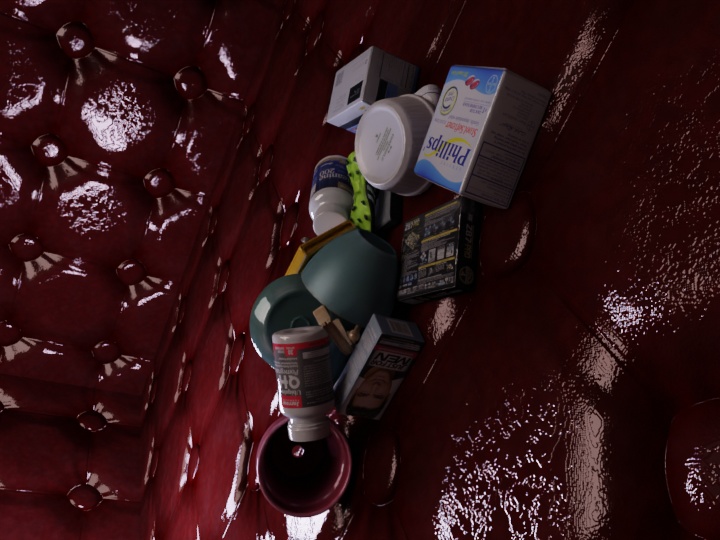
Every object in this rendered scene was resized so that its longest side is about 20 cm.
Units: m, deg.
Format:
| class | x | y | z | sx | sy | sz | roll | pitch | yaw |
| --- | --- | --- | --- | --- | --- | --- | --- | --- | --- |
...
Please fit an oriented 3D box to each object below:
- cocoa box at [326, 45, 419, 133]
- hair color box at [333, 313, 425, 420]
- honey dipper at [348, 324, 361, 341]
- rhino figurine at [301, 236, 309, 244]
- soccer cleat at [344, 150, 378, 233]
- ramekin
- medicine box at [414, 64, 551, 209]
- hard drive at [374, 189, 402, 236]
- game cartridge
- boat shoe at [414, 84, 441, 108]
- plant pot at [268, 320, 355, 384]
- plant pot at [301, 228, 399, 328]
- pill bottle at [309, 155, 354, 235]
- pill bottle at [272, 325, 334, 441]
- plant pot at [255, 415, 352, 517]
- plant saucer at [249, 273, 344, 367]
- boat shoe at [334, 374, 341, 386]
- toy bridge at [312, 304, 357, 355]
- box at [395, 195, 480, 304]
| class | x | y | z | sx | sy | sz | roll | pitch | yaw |
| --- | --- | --- | --- | --- | --- | --- | --- | --- | --- |
| cocoa box | 0.027 | -0.406 | 1.559 | 0.199 | 0.129 | 0.136 | -5 | 72 | 64 |
| hair color box | 0.031 | 0.186 | 1.275 | 0.202 | 0.097 | 0.061 | -63 | 29 | 26 |
| honey dipper | 0.002 | 0.099 | 1.346 | 0.200 | 0.037 | 0.039 | -56 | -12 | -75 |
| rhino figurine | -0.106 | -0.001 | 1.640 | 0.201 | 0.058 | 0.089 | 79 | -177 | -66 |
| soccer cleat | 0.014 | -0.160 | 1.464 | 0.067 | 0.080 | 0.205 | -1 | 96 | 42 |
| ramekin | 0.070 | -0.253 | 1.354 | 0.201 | 0.093 | 0.207 | 8 | 101 | 51 |
| medicine box | 0.199 | -0.229 | 1.137 | 0.182 | 0.101 | 0.204 | 41 | 113 | 63 |
| hard drive | 0.031 | -0.139 | 1.525 | 0.199 | 0.032 | 0.142 | -34 | 48 | 56 |
| game cartridge | -0.105 | -0.007 | 1.444 | 0.032 | 0.175 | 0.201 | 45 | 131 | 11 |
| boat shoe | 0.099 | -0.313 | 1.425 | 0.200 | 0.072 | 0.068 | -40 | 42 | 51 |
| plant pot | -0.093 | 0.137 | 1.471 | 0.190 | 0.198 | 0.200 | -57 | 28 | 7 |
| plant pot | 0.000 | 0.000 | 1.319 | 0.136 | 0.198 | 0.201 | -58 | 29 | 15 |
| pill bottle | -0.061 | -0.165 | 1.542 | 0.112 | 0.109 | 0.202 | -54 | 22 | 38 |
| pill bottle | -0.106 | 0.214 | 1.278 | 0.110 | 0.109 | 0.205 | -1 | 95 | 64 |
| plant pot | -0.125 | 0.391 | 1.411 | 0.179 | 0.196 | 0.204 | 164 | 119 | -78 |
| plant saucer | -0.122 | 0.109 | 1.346 | 0.036 | 0.196 | 0.204 | -156 | 82 | -72 |
| boat shoe | 0.005 | 0.196 | 1.393 | 0.202 | 0.056 | 0.067 | -60 | -6 | 24 |
| toy bridge | -0.037 | 0.127 | 1.281 | 0.027 | 0.200 | 0.068 | -31 | 65 | 1 |
| box | 0.138 | -0.031 | 1.225 | 0.199 | 0.048 | 0.165 | -21 | 60 | 61 |
